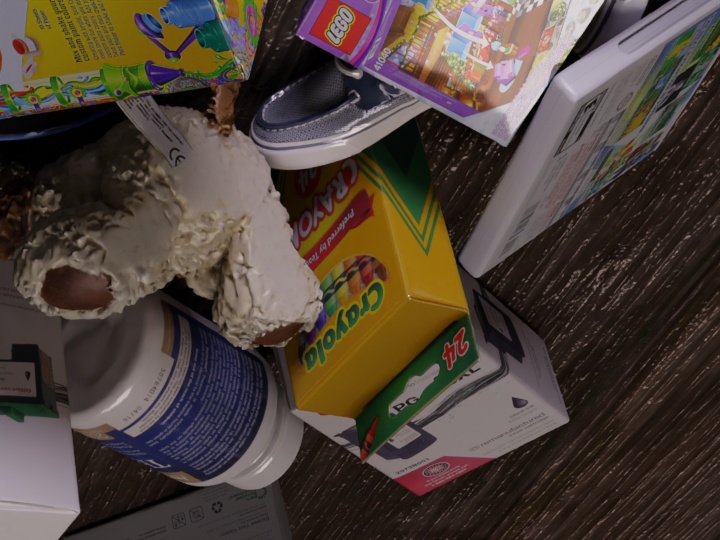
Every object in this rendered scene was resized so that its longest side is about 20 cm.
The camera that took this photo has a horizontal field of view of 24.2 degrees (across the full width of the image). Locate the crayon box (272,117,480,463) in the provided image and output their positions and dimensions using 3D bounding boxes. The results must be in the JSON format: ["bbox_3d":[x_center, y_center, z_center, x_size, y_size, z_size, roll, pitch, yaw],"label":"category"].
[{"bbox_3d":[0.000,0.000,1.038,0.050,0.202,0.127,13,137,-34],"label":"crayon box"}]

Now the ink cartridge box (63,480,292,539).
[{"bbox_3d":[-0.142,0.284,1.384,0.198,0.202,0.041,-20,145,9],"label":"ink cartridge box"}]

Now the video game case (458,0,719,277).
[{"bbox_3d":[0.153,-0.094,1.024,0.182,0.022,0.201,-34,163,-28],"label":"video game case"}]

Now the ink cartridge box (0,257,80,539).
[{"bbox_3d":[-0.253,0.102,1.087,0.084,0.202,0.146,11,139,-31],"label":"ink cartridge box"}]

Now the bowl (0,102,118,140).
[{"bbox_3d":[-0.193,-0.145,0.907,0.198,0.040,0.202,-10,145,-7],"label":"bowl"}]

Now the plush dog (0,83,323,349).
[{"bbox_3d":[-0.134,-0.039,1.004,0.199,0.163,0.171,11,168,-40],"label":"plush dog"}]

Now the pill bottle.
[{"bbox_3d":[-0.129,0.087,1.191,0.110,0.112,0.200,-29,143,21],"label":"pill bottle"}]

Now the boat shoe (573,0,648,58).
[{"bbox_3d":[0.138,-0.205,0.933,0.061,0.072,0.201,7,133,-4],"label":"boat shoe"}]

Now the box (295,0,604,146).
[{"bbox_3d":[0.070,-0.178,0.885,0.136,0.039,0.201,26,123,-11],"label":"box"}]

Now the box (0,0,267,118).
[{"bbox_3d":[-0.157,-0.182,0.721,0.190,0.123,0.201,-7,133,14],"label":"box"}]

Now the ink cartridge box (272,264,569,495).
[{"bbox_3d":[0.046,0.077,1.265,0.144,0.085,0.200,-29,143,19],"label":"ink cartridge box"}]

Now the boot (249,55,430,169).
[{"bbox_3d":[0.013,-0.136,0.982,0.198,0.073,0.091,-24,132,7],"label":"boot"}]
